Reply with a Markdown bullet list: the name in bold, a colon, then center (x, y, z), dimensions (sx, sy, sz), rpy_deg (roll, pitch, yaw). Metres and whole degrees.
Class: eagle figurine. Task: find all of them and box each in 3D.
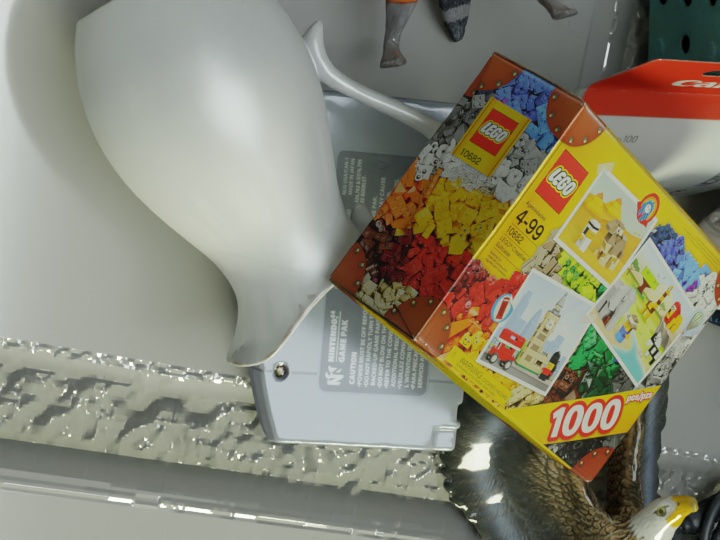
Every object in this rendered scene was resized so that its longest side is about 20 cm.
- **eagle figurine**: center (0.150, 0.147, 1.336), dimensions (0.151, 0.150, 0.201), rpy_deg (13, 50, -65)

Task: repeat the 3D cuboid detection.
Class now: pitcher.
- **pitcher**: center (-0.046, -0.076, 1.179), dimensions (0.171, 0.121, 0.201), rpy_deg (-32, 99, -12)

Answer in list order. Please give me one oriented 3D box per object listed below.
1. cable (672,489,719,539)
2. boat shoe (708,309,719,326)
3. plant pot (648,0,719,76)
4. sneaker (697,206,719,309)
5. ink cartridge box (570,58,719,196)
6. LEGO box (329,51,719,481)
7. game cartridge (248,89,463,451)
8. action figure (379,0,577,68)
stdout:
- **cable**: center (0.285, 0.214, 1.458), dimensions (0.163, 0.051, 0.201), rpy_deg (-37, 110, -24)
- **boat shoe**: center (0.296, 0.053, 1.418), dimensions (0.198, 0.084, 0.069), rpy_deg (15, 93, -27)
- **plant pot**: center (0.283, -0.167, 1.354), dimensions (0.198, 0.141, 0.143), rpy_deg (-2, 98, -23)
- **sneaker**: center (0.247, -0.031, 1.356), dimensions (0.199, 0.075, 0.082), rpy_deg (-23, 129, -46)
- **ink cartridge box**: center (0.177, -0.077, 1.268), dimensions (0.161, 0.200, 0.058), rpy_deg (0, 88, -27)
- **LEGO box**: center (0.098, 0.003, 1.189), dimensions (0.149, 0.077, 0.200), rpy_deg (-53, 138, -2)
- **game cartridge**: center (0.000, 0.000, 1.264), dimensions (0.132, 0.040, 0.202), rpy_deg (5, 92, -21)
- **action figure**: center (0.015, -0.216, 1.244), dimensions (0.198, 0.105, 0.195), rpy_deg (-15, 98, 2)
